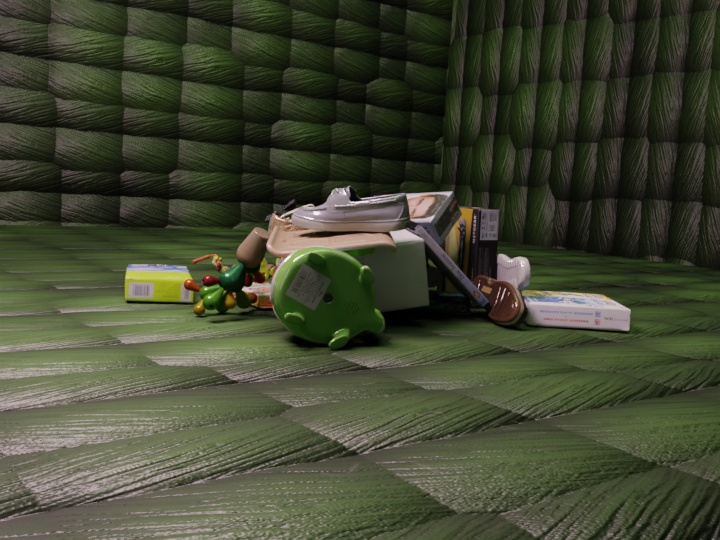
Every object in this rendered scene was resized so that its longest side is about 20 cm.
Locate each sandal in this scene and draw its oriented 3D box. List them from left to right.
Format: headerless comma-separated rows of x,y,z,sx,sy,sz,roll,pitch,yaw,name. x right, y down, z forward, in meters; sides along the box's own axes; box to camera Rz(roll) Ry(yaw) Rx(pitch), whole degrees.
0.304,0.011,1.537,0.050,0.083,0.203,2,3,-6,sandal

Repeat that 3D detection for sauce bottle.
0.109,0.007,1.580,0.066,0.066,0.200,2,6,-16,sauce bottle

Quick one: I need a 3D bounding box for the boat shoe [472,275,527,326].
0.270,0.059,1.444,0.075,0.075,0.202,26,9,-17,boat shoe

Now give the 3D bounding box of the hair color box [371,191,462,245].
0.091,-0.103,1.565,0.200,0.061,0.099,2,42,40,hair color box

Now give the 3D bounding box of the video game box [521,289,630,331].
0.396,0.074,1.490,0.182,0.047,0.200,6,6,2,video game box

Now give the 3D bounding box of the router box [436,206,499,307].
0.223,-0.033,1.642,0.052,0.201,0.157,-1,7,-24,router box

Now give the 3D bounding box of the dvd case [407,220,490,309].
0.149,-0.017,1.444,0.200,0.018,0.143,47,-1,-14,dvd case

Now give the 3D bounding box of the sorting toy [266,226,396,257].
-0.046,-0.045,1.273,0.199,0.037,0.185,-2,13,-2,sorting toy

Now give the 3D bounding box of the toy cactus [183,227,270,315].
-0.206,-0.004,1.315,0.102,0.165,0.200,38,23,12,toy cactus

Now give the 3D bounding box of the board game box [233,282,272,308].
-0.184,0.047,1.491,0.095,0.030,0.200,0,10,-31,board game box

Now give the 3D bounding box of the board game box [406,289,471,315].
0.111,0.058,1.539,0.199,0.028,0.135,4,7,2,board game box

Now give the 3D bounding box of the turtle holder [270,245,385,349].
-0.044,0.034,1.154,0.185,0.141,0.132,-1,6,-21,turtle holder

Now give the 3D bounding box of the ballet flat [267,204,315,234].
-0.067,-0.087,1.391,0.199,0.065,0.071,-8,12,-11,ballet flat

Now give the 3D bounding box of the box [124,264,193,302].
-0.382,0.023,1.479,0.122,0.048,0.200,3,6,-16,box

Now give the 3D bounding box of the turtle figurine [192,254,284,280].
-0.239,0.003,1.648,0.200,0.065,0.161,13,-11,-41,turtle figurine

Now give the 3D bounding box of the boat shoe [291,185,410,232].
-0.016,-0.103,1.278,0.200,0.072,0.070,2,13,15,boat shoe

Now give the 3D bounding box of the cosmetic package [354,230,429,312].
0.000,0.000,1.395,0.199,0.123,0.199,-9,12,-8,cosmetic package

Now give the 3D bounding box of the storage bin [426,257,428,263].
0.050,-0.043,1.737,0.199,0.094,0.199,4,-37,3,storage bin

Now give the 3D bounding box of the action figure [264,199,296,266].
-0.115,-0.037,1.588,0.119,0.200,0.102,-27,12,34,action figure
